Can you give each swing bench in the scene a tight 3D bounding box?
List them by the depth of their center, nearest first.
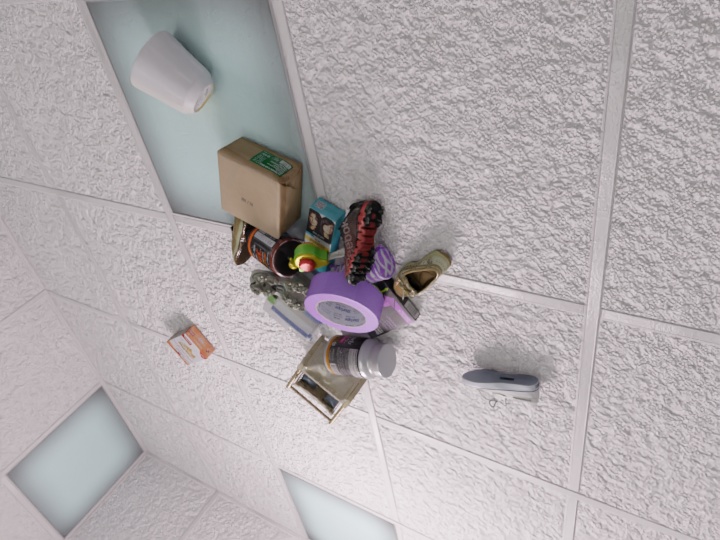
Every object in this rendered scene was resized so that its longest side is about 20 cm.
[{"bbox_3d":[-0.106,0.349,1.781,0.198,0.130,0.201,38,140,5],"label":"swing bench"}]

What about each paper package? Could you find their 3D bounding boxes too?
[{"bbox_3d":[-0.255,-0.210,1.421,0.197,0.104,0.193,28,139,17],"label":"paper package"}]

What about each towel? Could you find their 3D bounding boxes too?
[{"bbox_3d":[-0.140,0.075,1.548,0.146,0.201,0.024,37,-175,3],"label":"towel"}]

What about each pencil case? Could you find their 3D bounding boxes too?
[{"bbox_3d":[0.000,0.000,1.425,0.198,0.083,0.087,-19,92,45],"label":"pencil case"}]

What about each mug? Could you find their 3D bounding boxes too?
[{"bbox_3d":[-0.431,-0.459,1.342,0.152,0.187,0.150,34,108,-6],"label":"mug"}]

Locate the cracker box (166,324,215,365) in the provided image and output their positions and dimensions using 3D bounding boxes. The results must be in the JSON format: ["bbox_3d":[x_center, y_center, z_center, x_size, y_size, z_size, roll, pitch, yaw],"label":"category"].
[{"bbox_3d":[-0.687,0.304,2.264,0.198,0.058,0.135,-23,110,47],"label":"cracker box"}]

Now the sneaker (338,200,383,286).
[{"bbox_3d":[-0.010,-0.070,1.327,0.097,0.070,0.205,18,99,42],"label":"sneaker"}]

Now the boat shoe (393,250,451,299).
[{"bbox_3d":[0.134,0.018,1.340,0.073,0.063,0.200,43,141,-4],"label":"boat shoe"}]

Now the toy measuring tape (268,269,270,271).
[{"bbox_3d":[-0.197,0.023,1.604,0.200,0.073,0.074,48,140,1],"label":"toy measuring tape"}]

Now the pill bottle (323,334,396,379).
[{"bbox_3d":[-0.001,0.250,1.618,0.197,0.117,0.118,0,126,38],"label":"pill bottle"}]

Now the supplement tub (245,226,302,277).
[{"bbox_3d":[-0.237,-0.062,1.511,0.199,0.106,0.108,29,145,49],"label":"supplement tub"}]

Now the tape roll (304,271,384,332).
[{"bbox_3d":[-0.041,0.084,1.431,0.196,0.067,0.201,13,150,7],"label":"tape roll"}]

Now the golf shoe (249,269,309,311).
[{"bbox_3d":[-0.203,0.041,1.506,0.197,0.097,0.079,25,103,-23],"label":"golf shoe"}]

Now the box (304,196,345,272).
[{"bbox_3d":[-0.098,-0.086,1.446,0.081,0.049,0.202,30,139,13],"label":"box"}]

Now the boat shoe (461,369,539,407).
[{"bbox_3d":[0.352,0.304,1.410,0.198,0.074,0.088,-1,108,31],"label":"boat shoe"}]

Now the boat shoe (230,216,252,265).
[{"bbox_3d":[-0.346,-0.104,1.628,0.076,0.071,0.202,43,135,19],"label":"boat shoe"}]

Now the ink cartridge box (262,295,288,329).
[{"bbox_3d":[-0.228,0.105,1.672,0.103,0.060,0.200,41,158,-1],"label":"ink cartridge box"}]

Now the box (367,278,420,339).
[{"bbox_3d":[0.049,0.100,1.505,0.143,0.036,0.199,49,141,-9],"label":"box"}]

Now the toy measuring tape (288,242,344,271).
[{"bbox_3d":[-0.101,-0.046,1.390,0.197,0.074,0.074,-18,115,25],"label":"toy measuring tape"}]
